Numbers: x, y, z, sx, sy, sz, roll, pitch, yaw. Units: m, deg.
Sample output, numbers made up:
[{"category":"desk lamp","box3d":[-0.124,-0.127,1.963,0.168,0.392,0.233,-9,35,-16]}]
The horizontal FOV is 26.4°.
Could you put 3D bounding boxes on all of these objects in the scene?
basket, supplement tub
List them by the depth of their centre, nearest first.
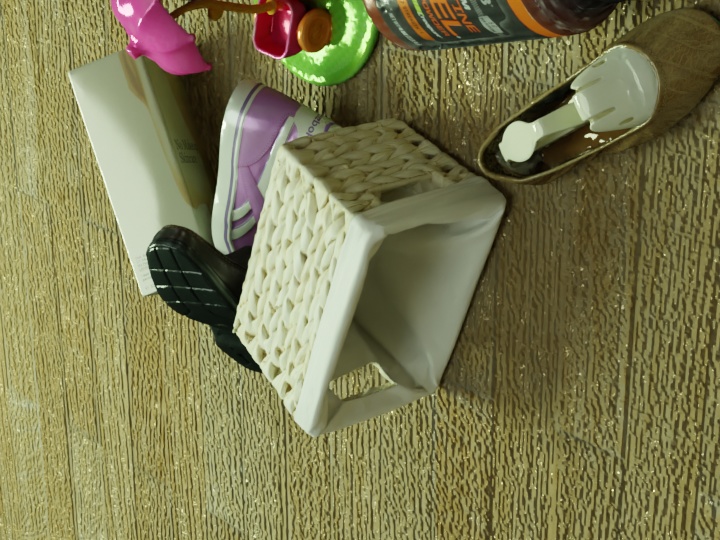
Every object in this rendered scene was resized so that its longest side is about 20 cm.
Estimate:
[{"category":"supplement tub","box3d":[0.096,-0.199,0.972,0.199,0.106,0.108,2,106,49]},{"category":"basket","box3d":[0.000,0.000,1.142,0.123,0.134,0.202,46,135,32]}]

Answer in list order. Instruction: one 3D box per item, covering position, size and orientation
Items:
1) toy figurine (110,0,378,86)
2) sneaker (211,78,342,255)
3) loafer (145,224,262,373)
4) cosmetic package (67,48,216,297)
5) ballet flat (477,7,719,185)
[{"category":"toy figurine","box3d":[-0.096,-0.220,1.126,0.149,0.183,0.202,28,124,39]},{"category":"sneaker","box3d":[-0.056,-0.054,1.235,0.113,0.073,0.201,22,145,10]},{"category":"loafer","box3d":[-0.106,0.011,1.234,0.072,0.073,0.200,7,155,28]},{"category":"cosmetic package","box3d":[-0.173,-0.085,1.319,0.070,0.105,0.202,-18,91,11]},{"category":"ballet flat","box3d":[0.144,-0.103,0.980,0.199,0.072,0.069,-26,85,50]}]
